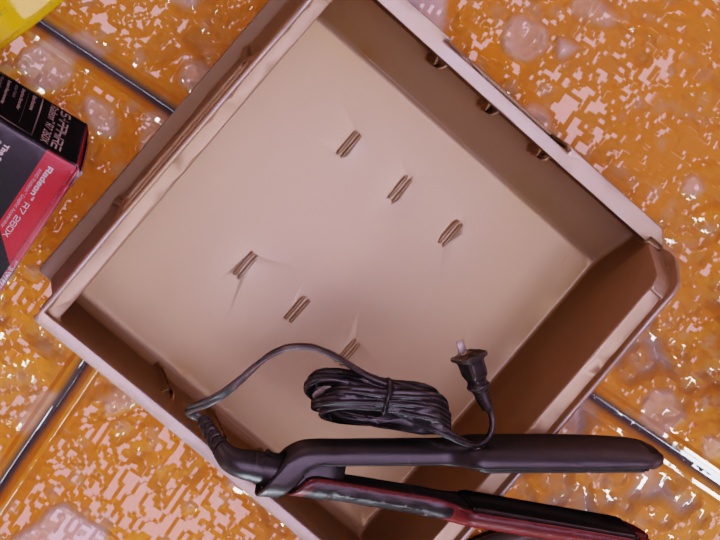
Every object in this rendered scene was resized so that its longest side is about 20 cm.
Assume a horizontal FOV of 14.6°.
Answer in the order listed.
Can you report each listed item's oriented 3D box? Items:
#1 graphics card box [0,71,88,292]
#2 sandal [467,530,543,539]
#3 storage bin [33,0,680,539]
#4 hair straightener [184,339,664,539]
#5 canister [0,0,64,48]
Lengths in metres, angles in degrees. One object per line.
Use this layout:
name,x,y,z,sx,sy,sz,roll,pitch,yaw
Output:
graphics card box,-0.227,-0.055,1.154,0.200,0.051,0.126,31,113,-14
sandal,0.025,0.174,1.248,0.199,0.055,0.082,-18,103,-5
storage bin,0.000,0.000,1.192,0.200,0.094,0.199,40,93,-13
hair straightener,0.028,0.063,1.147,0.199,0.041,0.077,10,99,-6
canister,-0.164,-0.206,1.134,0.148,0.087,0.200,-39,105,0
